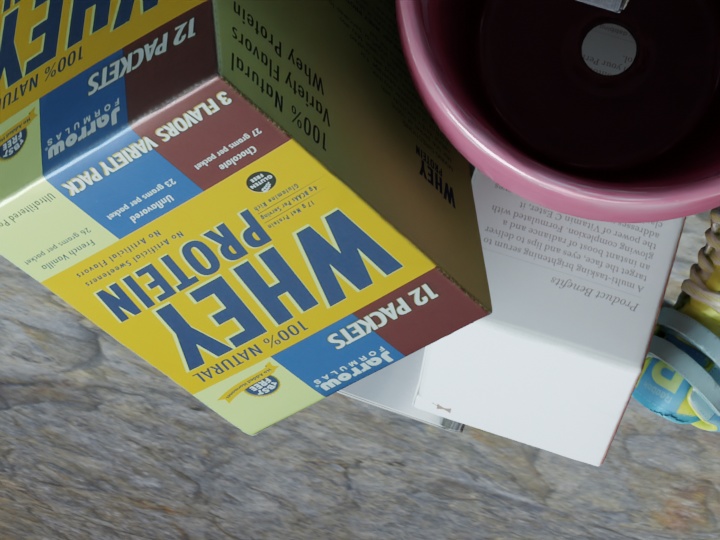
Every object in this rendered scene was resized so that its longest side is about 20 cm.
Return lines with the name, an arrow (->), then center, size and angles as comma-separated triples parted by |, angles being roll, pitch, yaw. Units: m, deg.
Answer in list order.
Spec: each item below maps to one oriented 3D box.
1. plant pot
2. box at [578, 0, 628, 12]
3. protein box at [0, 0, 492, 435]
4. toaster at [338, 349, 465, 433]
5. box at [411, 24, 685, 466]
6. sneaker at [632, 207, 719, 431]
plant pot -> 0.113, -0.112, 1.141 | 0.200, 0.200, 0.179 | 18, 173, 1
box -> 0.032, -0.204, 1.006 | 0.200, 0.159, 0.048 | 17, 156, 3
protein box -> -0.061, -0.073, 1.138 | 0.135, 0.200, 0.199 | -28, 135, 23
toaster -> 0.000, 0.000, 1.482 | 0.181, 0.119, 0.200 | 20, -173, -5
box -> 0.108, -0.026, 1.310 | 0.106, 0.200, 0.152 | 17, 159, 4
sneaker -> 0.196, 0.010, 1.371 | 0.080, 0.131, 0.200 | 35, 152, 37
